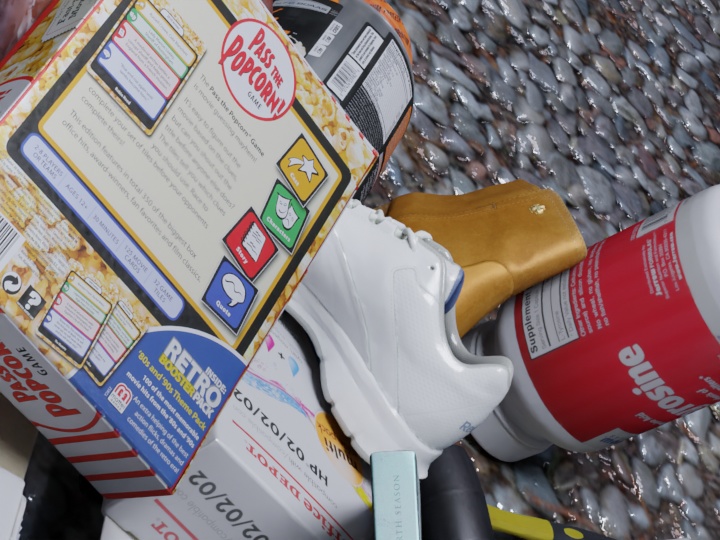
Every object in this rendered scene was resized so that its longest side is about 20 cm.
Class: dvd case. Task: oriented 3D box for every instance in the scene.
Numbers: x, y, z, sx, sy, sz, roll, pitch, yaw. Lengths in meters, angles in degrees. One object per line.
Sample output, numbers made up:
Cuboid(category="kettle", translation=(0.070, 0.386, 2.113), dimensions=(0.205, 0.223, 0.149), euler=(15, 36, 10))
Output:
Cuboid(category="dvd case", translation=(0.019, 0.163, 0.726), dimensions=(0.200, 0.022, 0.146), euler=(77, 10, -74))

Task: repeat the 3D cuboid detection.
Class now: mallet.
Cuboid(category="mallet", translation=(0.104, 0.159, 0.969), dimensions=(0.200, 0.041, 0.066), euler=(27, 39, -37))

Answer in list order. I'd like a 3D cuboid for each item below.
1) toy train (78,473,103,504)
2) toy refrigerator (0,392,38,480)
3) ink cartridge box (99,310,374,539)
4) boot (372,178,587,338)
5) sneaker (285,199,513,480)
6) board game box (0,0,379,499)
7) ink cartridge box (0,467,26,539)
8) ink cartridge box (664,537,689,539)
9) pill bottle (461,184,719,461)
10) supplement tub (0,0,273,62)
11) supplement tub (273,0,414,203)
Cuboid(category="toy train", translation=(-0.073, 0.158, 0.762), dimensions=(0.046, 0.034, 0.200), euler=(-5, 62, -55))
Cuboid(category="toy refrigerator", translation=(-0.229, 0.032, 0.671), dimensions=(0.200, 0.070, 0.076), euler=(32, 42, -23))
Cuboid(category="ink cartridge box", translation=(-0.051, 0.093, 0.766), dimensions=(0.115, 0.068, 0.200), euler=(48, 20, -25))
Cuboid(category="boot", translation=(0.057, 0.008, 0.928), dimensions=(0.201, 0.144, 0.071), euler=(-108, -175, -58))
Cuboid(category="sneaker", translation=(0.000, 0.000, 0.812), dimensions=(0.200, 0.087, 0.075), euler=(56, 15, 5))
Cuboid(category="board game box", translation=(-0.087, -0.032, 0.686), dimensions=(0.152, 0.046, 0.200), euler=(52, 49, -26))
Cuboid(category="ink cartridge box", translation=(-0.233, 0.100, 0.582), dimensions=(0.200, 0.084, 0.145), euler=(34, 39, -24))
Cuboid(category="ink cartridge box", translation=(0.121, 0.225, 0.878), dimensions=(0.200, 0.084, 0.145), euler=(4, 55, -48))
Cuboid(category="pill bottle", translation=(0.153, 0.039, 0.978), dimensions=(0.112, 0.200, 0.112), euler=(33, 43, -37))
Cuboid(category="supplement tub", translation=(-0.140, -0.126, 0.763), dimensions=(0.200, 0.107, 0.107), euler=(0, 58, -51))
Cuboid(category="supplement tub", translation=(-0.041, -0.084, 0.950), dimensions=(0.123, 0.123, 0.200), euler=(44, 33, -10))
